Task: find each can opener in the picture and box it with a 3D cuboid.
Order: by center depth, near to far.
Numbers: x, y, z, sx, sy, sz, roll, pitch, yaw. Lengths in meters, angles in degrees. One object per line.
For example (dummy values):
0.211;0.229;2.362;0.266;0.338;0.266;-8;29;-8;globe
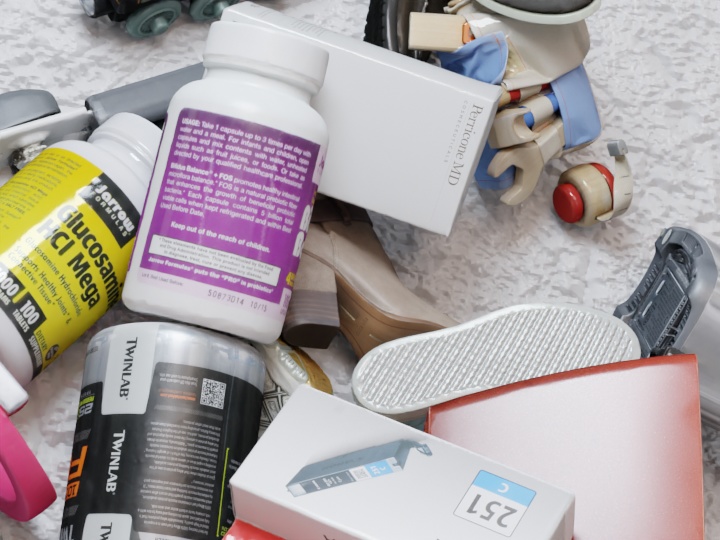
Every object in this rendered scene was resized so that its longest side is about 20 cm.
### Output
-0.187;-0.117;1.670;0.200;0.053;0.067;-16;70;-22;can opener

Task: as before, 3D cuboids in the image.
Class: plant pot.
0.125;0.179;1.547;0.176;0.200;0.200;3;64;-3;plant pot

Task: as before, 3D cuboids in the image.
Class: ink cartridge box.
0.007;0.176;1.425;0.200;0.045;0.176;20;52;20;ink cartridge box

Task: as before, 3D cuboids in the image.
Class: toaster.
0.261;0.052;1.649;0.129;0.200;0.114;27;101;-8;toaster

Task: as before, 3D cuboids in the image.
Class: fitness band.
-0.266;0.077;1.502;0.037;0.144;0.200;-36;78;-24;fitness band

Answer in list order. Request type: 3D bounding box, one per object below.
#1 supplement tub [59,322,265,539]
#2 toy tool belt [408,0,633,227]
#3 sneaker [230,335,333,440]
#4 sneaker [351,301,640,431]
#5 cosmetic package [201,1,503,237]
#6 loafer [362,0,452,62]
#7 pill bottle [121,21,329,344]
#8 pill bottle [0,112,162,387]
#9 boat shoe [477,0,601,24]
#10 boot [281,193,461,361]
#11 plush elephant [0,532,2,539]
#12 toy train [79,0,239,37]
-0.131;0.144;1.513;0.122;0.123;0.200;10;71;-11;supplement tub
0.110;-0.112;1.719;0.123;0.125;0.200;-23;101;-24;toy tool belt
-0.053;0.108;1.588;0.088;0.076;0.200;-45;60;8;sneaker
0.095;0.072;1.612;0.200;0.082;0.074;-6;69;4;sneaker
-0.011;-0.108;1.631;0.200;0.085;0.108;18;102;5;cosmetic package
0.045;-0.206;1.767;0.071;0.073;0.200;9;63;-11;loafer
-0.083;-0.059;1.540;0.112;0.112;0.200;15;87;-9;pill bottle
-0.208;-0.016;1.581;0.112;0.112;0.200;42;61;6;pill bottle
0.095;-0.242;1.687;0.072;0.061;0.201;-32;47;-27;boat shoe
0.000;0.000;1.662;0.200;0.070;0.146;16;43;-32;boot
-0.341;0.124;1.459;0.165;0.200;0.155;-31;58;-19;plush elephant
-0.114;-0.242;1.716;0.200;0.114;0.085;-21;73;-24;toy train
